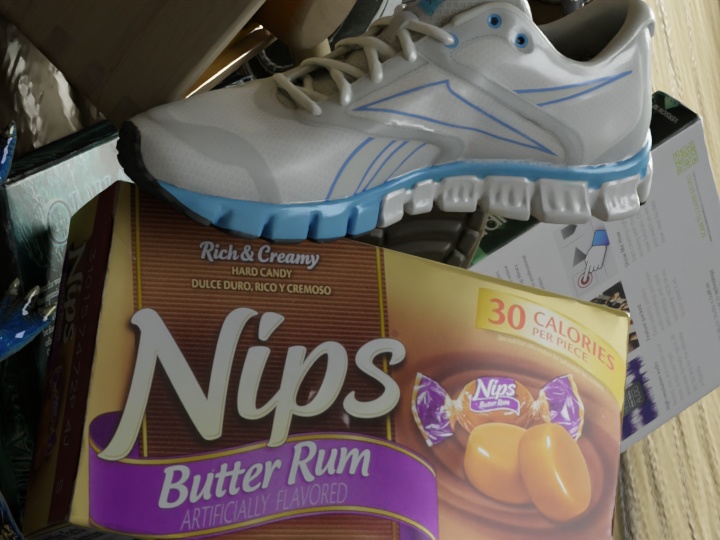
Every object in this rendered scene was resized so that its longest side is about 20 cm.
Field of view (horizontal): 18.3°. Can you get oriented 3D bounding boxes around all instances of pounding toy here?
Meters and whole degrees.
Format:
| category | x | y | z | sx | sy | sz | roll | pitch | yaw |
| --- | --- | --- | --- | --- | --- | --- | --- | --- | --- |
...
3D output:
| category | x | y | z | sx | sy | sz | roll | pitch | yaw |
| --- | --- | --- | --- | --- | --- | --- | --- | --- | --- |
| pounding toy | -0.032 | -0.130 | 0.801 | 0.142 | 0.200 | 0.184 | 44 | 31 | 0 |

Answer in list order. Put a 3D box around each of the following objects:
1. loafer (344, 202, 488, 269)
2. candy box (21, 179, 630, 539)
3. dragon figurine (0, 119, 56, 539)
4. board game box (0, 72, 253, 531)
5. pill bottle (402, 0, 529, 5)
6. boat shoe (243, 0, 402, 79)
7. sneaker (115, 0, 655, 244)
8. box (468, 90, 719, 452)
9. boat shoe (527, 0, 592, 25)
| category | x | y | z | sx | sy | sz | roll | pitch | yaw |
| --- | --- | --- | --- | --- | --- | --- | --- | --- | --- |
| loafer | 0.000 | 0.000 | 0.848 | 0.067 | 0.076 | 0.201 | -128 | -134 | -64 |
| candy box | -0.008 | 0.052 | 0.768 | 0.199 | 0.056 | 0.117 | 15 | 71 | -23 |
| dragon figurine | -0.143 | 0.004 | 0.669 | 0.099 | 0.059 | 0.201 | -13 | 98 | -66 |
| board game box | -0.082 | 0.010 | 0.844 | 0.200 | 0.028 | 0.136 | -33 | 117 | -63 |
| pill bottle | 0.040 | -0.075 | 1.036 | 0.200 | 0.109 | 0.110 | -62 | 141 | -50 |
| boat shoe | -0.010 | -0.158 | 0.914 | 0.064 | 0.070 | 0.201 | -31 | 144 | -65 |
| sneaker | 0.014 | -0.063 | 0.746 | 0.199 | 0.075 | 0.087 | -7 | 121 | -28 |
| box | 0.075 | 0.032 | 0.971 | 0.199 | 0.036 | 0.145 | -33 | 128 | -15 |
| boat shoe | 0.031 | -0.179 | 0.969 | 0.200 | 0.074 | 0.060 | 45 | 46 | -24 |
